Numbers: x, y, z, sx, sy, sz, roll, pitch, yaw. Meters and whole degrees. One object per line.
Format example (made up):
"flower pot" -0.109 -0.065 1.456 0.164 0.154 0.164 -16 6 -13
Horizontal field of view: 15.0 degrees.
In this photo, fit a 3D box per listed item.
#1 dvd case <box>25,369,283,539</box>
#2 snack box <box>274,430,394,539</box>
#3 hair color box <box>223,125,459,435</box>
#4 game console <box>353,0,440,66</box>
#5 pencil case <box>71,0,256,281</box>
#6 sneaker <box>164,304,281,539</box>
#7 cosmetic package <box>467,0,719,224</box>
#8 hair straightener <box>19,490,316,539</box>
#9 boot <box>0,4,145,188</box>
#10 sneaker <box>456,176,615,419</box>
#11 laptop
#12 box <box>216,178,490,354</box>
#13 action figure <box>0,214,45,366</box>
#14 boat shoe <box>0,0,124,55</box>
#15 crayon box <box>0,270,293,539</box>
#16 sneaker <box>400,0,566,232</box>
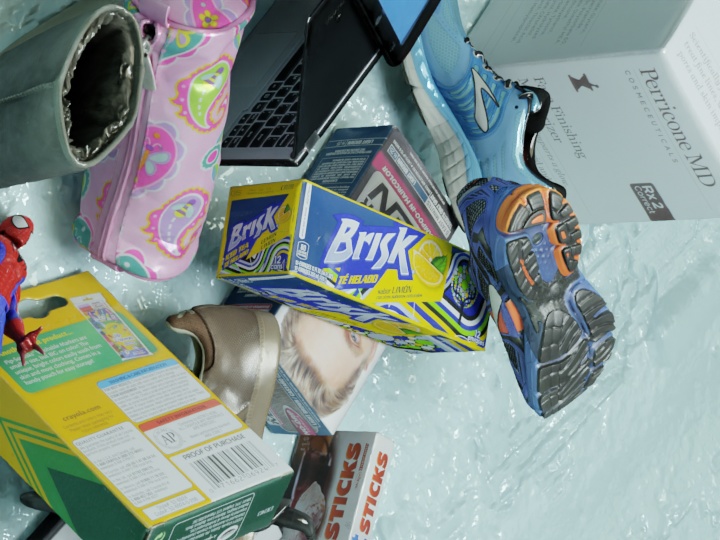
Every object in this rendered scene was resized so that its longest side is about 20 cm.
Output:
"dvd case" -0.136 0.180 1.760 0.200 0.017 0.143 -49 124 -37
"snack box" -0.034 0.204 1.833 0.024 0.072 0.201 33 65 -44
"hair color box" -0.017 0.006 1.866 0.100 0.060 0.201 54 53 -32
"game console" 0.088 -0.208 1.679 0.200 0.171 0.120 51 39 -75
"pencil case" -0.123 -0.093 1.669 0.087 0.087 0.201 -28 144 -45
"sneaker" -0.104 0.121 1.748 0.075 0.070 0.202 9 90 -15
"cosmetic package" 0.209 -0.149 2.017 0.165 0.199 0.165 55 52 -31
"hair straightener" -0.116 0.163 1.695 0.199 0.041 0.078 16 74 -12
"boot" -0.211 -0.054 1.545 0.072 0.199 0.183 23 72 -45
"sneaker" 0.113 0.013 1.809 0.075 0.078 0.201 -32 131 -22
"laptop" -0.038 -0.169 1.737 0.188 0.199 0.116 -54 129 -34
"box" 0.000 0.000 1.787 0.199 0.070 0.065 22 71 -45
"action figure" -0.221 0.025 1.603 0.066 0.051 0.200 57 21 -27
"boat shoe" -0.163 -0.134 1.698 0.200 0.072 0.063 -45 118 -44
"crayon box" -0.153 0.092 1.656 0.125 0.200 0.052 -18 142 -46
"sneaker" 0.092 -0.120 1.937 0.201 0.089 0.078 70 18 7
